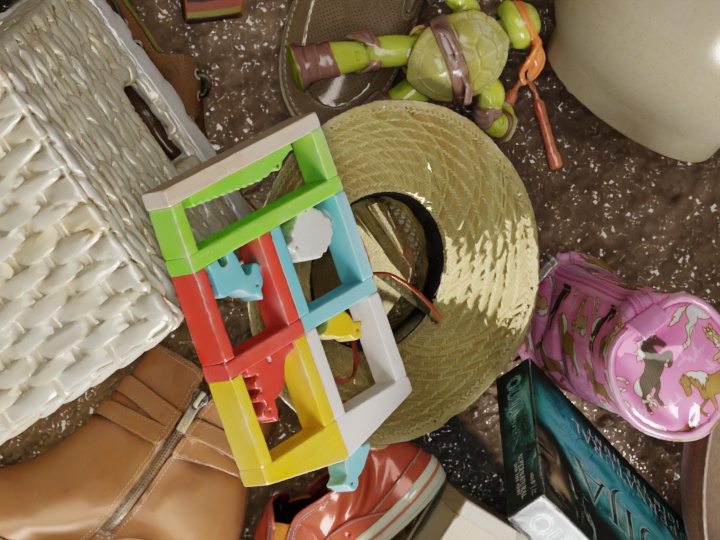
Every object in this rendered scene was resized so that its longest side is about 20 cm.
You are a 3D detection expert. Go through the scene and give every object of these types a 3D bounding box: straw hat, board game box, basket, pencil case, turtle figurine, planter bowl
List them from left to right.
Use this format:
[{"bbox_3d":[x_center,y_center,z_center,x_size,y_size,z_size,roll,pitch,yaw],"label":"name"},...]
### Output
[{"bbox_3d":[-0.199,-0.026,1.605,0.199,0.161,0.199,-31,99,24],"label":"basket"},{"bbox_3d":[0.000,0.000,1.668,0.200,0.085,0.203,0,91,-28],"label":"straw hat"},{"bbox_3d":[0.046,-0.115,1.679,0.160,0.064,0.201,-24,124,-7],"label":"turtle figurine"},{"bbox_3d":[0.151,0.042,1.652,0.086,0.200,0.083,19,93,-16],"label":"pencil case"},{"bbox_3d":[0.152,0.157,1.645,0.028,0.136,0.200,-36,116,19],"label":"board game box"},{"bbox_3d":[0.191,-0.151,1.675,0.200,0.200,0.135,33,114,-4],"label":"planter bowl"}]

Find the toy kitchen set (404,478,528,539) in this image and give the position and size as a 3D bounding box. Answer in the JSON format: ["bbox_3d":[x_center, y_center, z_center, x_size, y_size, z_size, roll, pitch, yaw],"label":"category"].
[{"bbox_3d":[0.090,0.243,1.658,0.199,0.180,0.164,31,88,-5],"label":"toy kitchen set"}]

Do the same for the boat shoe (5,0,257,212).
[{"bbox_3d":[-0.119,-0.103,1.693,0.068,0.072,0.200,-42,98,-9],"label":"boat shoe"}]

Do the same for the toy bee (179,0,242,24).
[{"bbox_3d":[-0.095,-0.201,1.628,0.130,0.200,0.109,-20,49,11],"label":"toy bee"}]

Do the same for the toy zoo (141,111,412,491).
[{"bbox_3d":[-0.038,0.029,1.565,0.131,0.020,0.201,-29,105,-45],"label":"toy zoo"}]

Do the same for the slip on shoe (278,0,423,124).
[{"bbox_3d":[0.009,-0.175,1.710,0.076,0.061,0.201,27,88,-4],"label":"slip on shoe"}]

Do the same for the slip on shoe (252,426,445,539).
[{"bbox_3d":[-0.038,0.161,1.682,0.200,0.074,0.061,-42,97,20],"label":"slip on shoe"}]

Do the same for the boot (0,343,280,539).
[{"bbox_3d":[-0.158,0.109,1.691,0.199,0.077,0.156,25,80,8],"label":"boot"}]

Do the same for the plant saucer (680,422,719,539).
[{"bbox_3d":[0.240,0.112,1.693,0.036,0.200,0.202,6,89,37],"label":"plant saucer"}]
